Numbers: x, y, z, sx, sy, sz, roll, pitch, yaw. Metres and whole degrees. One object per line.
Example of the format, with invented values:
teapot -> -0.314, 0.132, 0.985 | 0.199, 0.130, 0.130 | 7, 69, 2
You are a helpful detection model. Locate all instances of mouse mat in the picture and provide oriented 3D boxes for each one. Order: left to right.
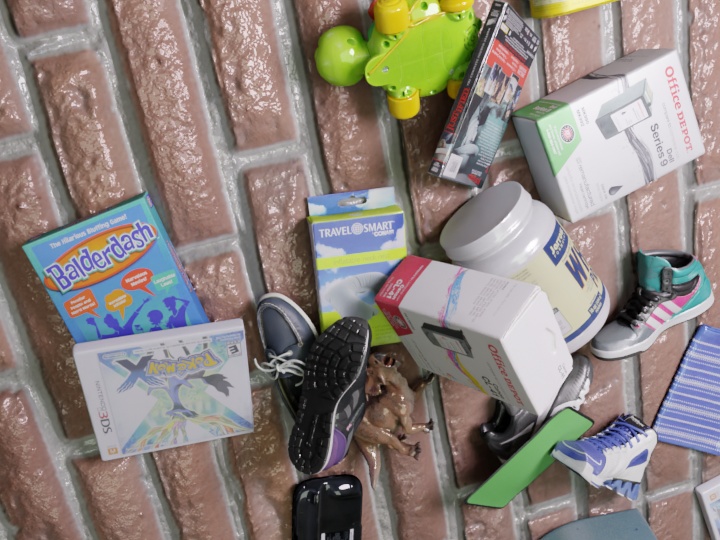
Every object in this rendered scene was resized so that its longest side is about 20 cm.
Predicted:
mouse mat -> 0.246, 0.272, 0.985 | 0.200, 0.008, 0.161 | -47, 144, 8

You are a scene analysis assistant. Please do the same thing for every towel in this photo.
towel -> 0.546, 0.189, 1.064 | 0.144, 0.024, 0.201 | 15, 103, -14

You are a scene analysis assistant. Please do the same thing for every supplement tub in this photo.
supplement tub -> 0.208, 0.002, 0.878 | 0.145, 0.145, 0.200 | -41, 110, 3

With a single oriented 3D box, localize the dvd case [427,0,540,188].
dvd case -> 0.151, -0.201, 0.823 | 0.022, 0.146, 0.201 | 25, 103, 26

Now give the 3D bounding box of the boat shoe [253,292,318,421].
boat shoe -> -0.089, 0.126, 0.894 | 0.074, 0.062, 0.201 | -7, 114, 25

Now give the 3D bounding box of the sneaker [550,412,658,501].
sneaker -> 0.369, 0.260, 1.017 | 0.199, 0.080, 0.116 | 27, 90, -38

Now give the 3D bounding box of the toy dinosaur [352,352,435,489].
toy dinosaur -> 0.023, 0.191, 0.933 | 0.135, 0.086, 0.201 | 19, 107, -15

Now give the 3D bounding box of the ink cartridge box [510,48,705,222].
ink cartridge box -> 0.316, -0.175, 0.880 | 0.199, 0.084, 0.146 | -28, 110, -3

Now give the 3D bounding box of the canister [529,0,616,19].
canister -> 0.254, -0.412, 0.799 | 0.148, 0.087, 0.201 | -16, 110, -6

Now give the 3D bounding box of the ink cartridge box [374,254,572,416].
ink cartridge box -> 0.134, 0.073, 0.828 | 0.086, 0.200, 0.148 | -48, 128, -20

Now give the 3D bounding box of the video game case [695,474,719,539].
video game case -> 0.668, 0.402, 1.150 | 0.182, 0.023, 0.201 | -27, 109, -2

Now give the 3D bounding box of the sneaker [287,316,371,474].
sneaker -> -0.026, 0.153, 0.867 | 0.087, 0.075, 0.201 | 11, 101, -59

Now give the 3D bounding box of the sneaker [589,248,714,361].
sneaker -> 0.397, 0.034, 0.956 | 0.199, 0.084, 0.121 | -29, 115, -10

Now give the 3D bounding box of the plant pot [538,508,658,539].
plant pot -> 0.352, 0.505, 1.038 | 0.199, 0.196, 0.197 | -3, 107, 0

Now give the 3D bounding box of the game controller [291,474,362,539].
game controller -> -0.049, 0.392, 1.005 | 0.104, 0.042, 0.201 | -5, 108, -25

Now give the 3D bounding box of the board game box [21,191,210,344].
board game box -> -0.290, 0.025, 0.841 | 0.151, 0.045, 0.201 | -23, 109, -3

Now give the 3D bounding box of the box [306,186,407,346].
box -> 0.000, 0.000, 0.890 | 0.121, 0.048, 0.201 | -8, 108, -9

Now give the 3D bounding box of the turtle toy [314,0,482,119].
turtle toy -> 0.046, -0.260, 0.792 | 0.199, 0.101, 0.146 | -19, 135, -6

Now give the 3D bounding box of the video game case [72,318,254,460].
video game case -> -0.240, 0.153, 0.867 | 0.199, 0.022, 0.183 | -8, 124, -14

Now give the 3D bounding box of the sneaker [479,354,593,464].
sneaker -> 0.247, 0.190, 0.983 | 0.090, 0.067, 0.200 | 37, 98, -21
